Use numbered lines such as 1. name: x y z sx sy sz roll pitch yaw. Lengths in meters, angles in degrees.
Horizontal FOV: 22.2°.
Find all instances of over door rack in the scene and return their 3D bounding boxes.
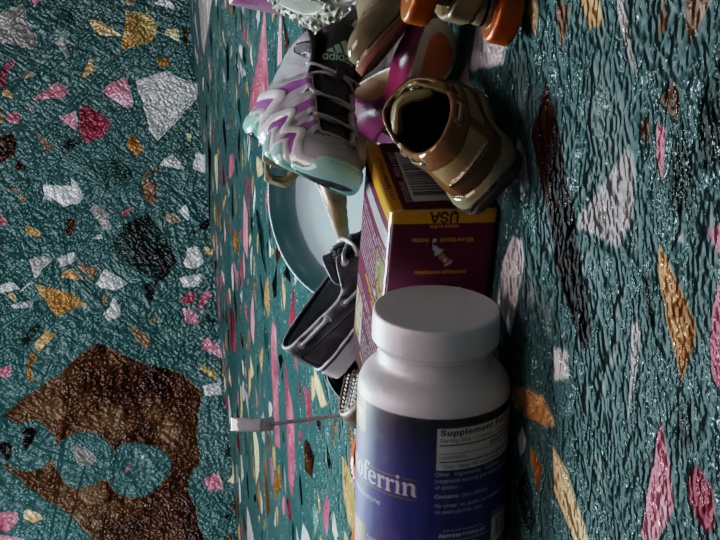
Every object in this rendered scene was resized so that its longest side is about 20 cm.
1. over door rack: -0.031 0.208 1.753 0.066 0.199 0.149 -3 88 43

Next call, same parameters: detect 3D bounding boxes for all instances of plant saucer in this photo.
1. plant saucer: -0.007 -0.071 1.668 0.199 0.027 0.201 3 94 44

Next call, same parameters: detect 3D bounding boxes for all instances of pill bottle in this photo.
1. pill bottle: 0.054 0.120 1.368 0.116 0.115 0.201 -117 27 -68

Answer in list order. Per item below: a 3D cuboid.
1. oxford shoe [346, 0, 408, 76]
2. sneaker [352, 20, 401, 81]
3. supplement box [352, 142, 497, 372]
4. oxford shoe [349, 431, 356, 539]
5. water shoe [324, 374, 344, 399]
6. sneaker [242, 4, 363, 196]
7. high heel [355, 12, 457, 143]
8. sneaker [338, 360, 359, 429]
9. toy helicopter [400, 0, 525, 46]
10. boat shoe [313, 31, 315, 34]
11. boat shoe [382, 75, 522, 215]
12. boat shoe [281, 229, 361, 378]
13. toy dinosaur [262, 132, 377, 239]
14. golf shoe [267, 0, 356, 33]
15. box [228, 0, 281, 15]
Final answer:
1. oxford shoe: 0.009 -0.225 1.453 0.070 0.075 0.200 -49 15 36
2. sneaker: -0.001 -0.150 1.732 0.071 0.080 0.201 -111 19 -56
3. supplement box: 0.048 0.011 1.458 0.111 0.085 0.201 -107 18 -56
4. oxford shoe: 0.037 0.203 1.701 0.072 0.071 0.201 -30 49 41
5. water shoe: 0.005 0.087 1.711 0.072 0.079 0.200 -52 27 8
6. sneaker: -0.027 -0.149 1.491 0.140 0.077 0.200 -63 29 8
7. high heel: 0.025 -0.168 1.517 0.096 0.067 0.200 41 163 18
8. sneaker: 0.033 0.081 1.619 0.070 0.075 0.200 -42 18 37
9. toy helicopter: 0.089 -0.262 1.255 0.133 0.078 0.200 -90 15 -45
10. boat shoe: -0.012 -0.218 1.830 0.068 0.074 0.201 47 141 44
11. boat shoe: 0.056 -0.110 1.352 0.076 0.074 0.200 -51 25 6
12. boat shoe: 0.000 0.000 1.577 0.200 0.068 0.072 -55 20 22
13. toy dinosaur: -0.035 -0.100 1.617 0.058 0.101 0.201 56 -146 -89
14. golf shoe: -0.014 -0.272 1.641 0.199 0.078 0.098 3 58 50
15. box: -0.049 -0.368 1.722 0.200 0.096 0.177 -45 46 50
